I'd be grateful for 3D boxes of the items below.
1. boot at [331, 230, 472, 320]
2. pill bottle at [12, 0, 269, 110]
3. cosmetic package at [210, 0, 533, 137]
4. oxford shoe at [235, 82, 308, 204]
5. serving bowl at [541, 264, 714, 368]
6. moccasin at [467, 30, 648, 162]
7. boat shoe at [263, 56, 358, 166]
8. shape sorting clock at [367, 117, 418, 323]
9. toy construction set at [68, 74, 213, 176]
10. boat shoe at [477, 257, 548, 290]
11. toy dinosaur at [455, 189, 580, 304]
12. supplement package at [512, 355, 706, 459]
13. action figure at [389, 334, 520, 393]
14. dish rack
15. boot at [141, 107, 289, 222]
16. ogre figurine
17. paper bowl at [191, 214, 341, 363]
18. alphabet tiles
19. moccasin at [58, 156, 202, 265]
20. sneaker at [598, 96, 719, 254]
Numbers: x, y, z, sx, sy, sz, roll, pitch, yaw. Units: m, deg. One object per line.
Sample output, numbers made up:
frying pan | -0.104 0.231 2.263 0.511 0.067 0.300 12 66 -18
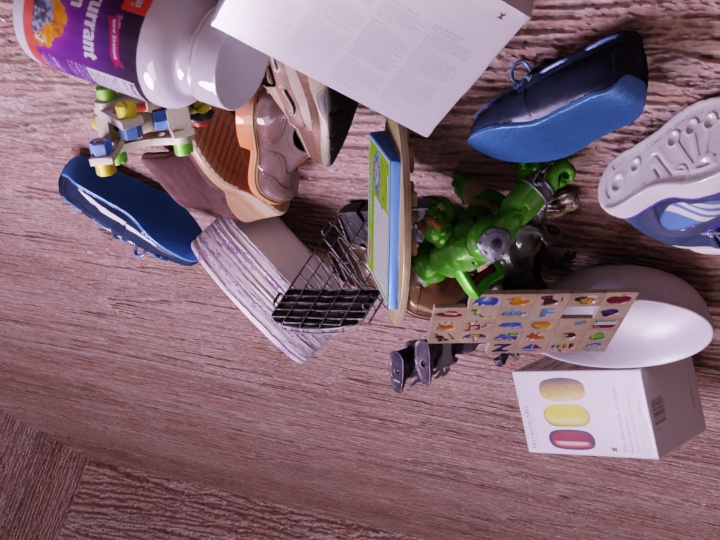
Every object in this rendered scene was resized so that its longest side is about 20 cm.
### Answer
boot | 0.061 0.002 1.392 0.199 0.074 0.076 19 150 7
pill bottle | -0.180 -0.201 0.981 0.199 0.112 0.112 21 161 21
cosmetic package | 0.008 -0.203 0.884 0.199 0.052 0.151 25 141 -17
oxford shoe | -0.076 -0.120 1.195 0.072 0.072 0.200 7 159 8
serving bowl | 0.280 0.043 1.275 0.199 0.066 0.200 4 155 2
moccasin | 0.165 -0.137 0.952 0.080 0.069 0.200 22 162 -30
boat shoe | -0.046 -0.172 1.047 0.073 0.076 0.200 19 152 13
shape sorting clock | 0.035 -0.051 1.103 0.039 0.201 0.200 -3 161 -8
toy construction set | -0.211 -0.163 1.096 0.130 0.200 0.093 -18 134 -17
boat shoe | 0.157 0.000 1.297 0.076 0.072 0.200 33 160 38
toy dinosaur | 0.169 -0.003 1.205 0.088 0.048 0.200 28 115 -23
supplement package | 0.305 0.161 1.452 0.109 0.115 0.199 -18 -173 -41
action figure | 0.125 0.085 1.430 0.199 0.070 0.130 -22 -165 -39
dish rack | 0.000 0.000 1.259 0.153 0.200 0.055 -2 134 42
boot | -0.187 -0.118 1.290 0.166 0.073 0.200 7 153 36
ogre figurine | 0.116 -0.043 1.132 0.199 0.120 0.098 2 133 45
paper bowl | -0.102 0.006 1.413 0.201 0.104 0.201 46 -179 -1
alphabet tiles | 0.171 0.054 1.212 0.198 0.008 0.167 0 156 -1
moccasin | -0.285 -0.072 1.472 0.200 0.081 0.068 37 141 -11
sneaker | 0.313 -0.072 0.985 0.146 0.081 0.200 19 158 -24
